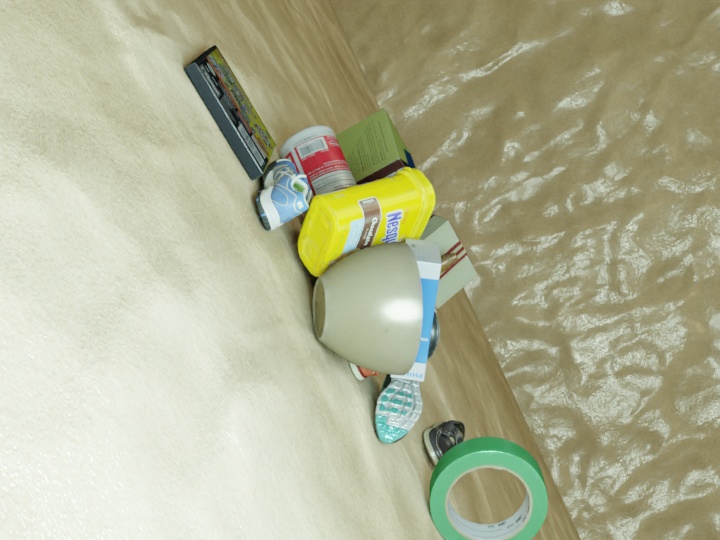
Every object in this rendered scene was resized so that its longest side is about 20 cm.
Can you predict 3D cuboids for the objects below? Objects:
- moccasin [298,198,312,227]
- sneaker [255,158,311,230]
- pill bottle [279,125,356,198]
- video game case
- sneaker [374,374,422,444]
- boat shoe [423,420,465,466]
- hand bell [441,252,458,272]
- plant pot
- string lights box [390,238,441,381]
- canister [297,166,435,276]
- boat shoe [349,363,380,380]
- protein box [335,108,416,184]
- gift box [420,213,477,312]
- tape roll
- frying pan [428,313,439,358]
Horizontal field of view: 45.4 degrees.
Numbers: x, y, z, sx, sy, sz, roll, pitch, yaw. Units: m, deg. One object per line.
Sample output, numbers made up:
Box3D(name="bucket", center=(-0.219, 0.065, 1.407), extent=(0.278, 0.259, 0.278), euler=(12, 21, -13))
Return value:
Box3D(name="moccasin", center=(-0.070, -0.061, 1.474), extent=(0.201, 0.076, 0.075), euler=(49, 49, -65))
Box3D(name="sneaker", center=(-0.114, -0.126, 1.377), extent=(0.201, 0.076, 0.077), euler=(-90, 162, -60))
Box3D(name="pill bottle", center=(-0.065, -0.155, 1.590), extent=(0.203, 0.111, 0.112), euler=(67, 12, 13))
Box3D(name="video game case", center=(-0.208, -0.261, 1.408), extent=(0.202, 0.025, 0.181), euler=(59, 13, -19))
Box3D(name="sneaker", center=(0.063, 0.223, 1.441), extent=(0.076, 0.092, 0.201), euler=(21, 39, 3))
Box3D(name="boat shoe", center=(0.170, 0.333, 1.692), extent=(0.073, 0.064, 0.200), euler=(66, 12, 4))
Box3D(name="hand bell", center=(0.114, 0.016, 1.793), extent=(0.105, 0.198, 0.104), euler=(58, 12, -20))
Box3D(name="plant pot", center=(0.000, 0.058, 1.304), extent=(0.200, 0.132, 0.205), euler=(180, -90, -75))
Box3D(name="string lights box", center=(0.087, 0.062, 1.385), extent=(0.103, 0.058, 0.204), euler=(-84, 180, -68))
Box3D(name="canister", center=(0.007, -0.076, 1.375), extent=(0.198, 0.150, 0.087), euler=(-18, 58, -35))
Box3D(name="boat shoe", center=(0.025, 0.136, 1.490), extent=(0.072, 0.062, 0.200), euler=(60, 11, -4))
Box3D(name="protein box", center=(0.007, -0.185, 1.753), extent=(0.135, 0.198, 0.200), euler=(53, 15, -37))
Box3D(name="gift box", center=(0.130, -0.014, 1.928), extent=(0.186, 0.186, 0.200), euler=(56, -10, -20))
Box3D(name="tape roll", center=(0.214, 0.381, 1.450), extent=(0.202, 0.198, 0.048), euler=(60, 13, -15))
Box3D(name="frying pan", center=(0.104, 0.154, 1.716), extent=(0.030, 0.193, 0.115), euler=(5, 26, -33))
